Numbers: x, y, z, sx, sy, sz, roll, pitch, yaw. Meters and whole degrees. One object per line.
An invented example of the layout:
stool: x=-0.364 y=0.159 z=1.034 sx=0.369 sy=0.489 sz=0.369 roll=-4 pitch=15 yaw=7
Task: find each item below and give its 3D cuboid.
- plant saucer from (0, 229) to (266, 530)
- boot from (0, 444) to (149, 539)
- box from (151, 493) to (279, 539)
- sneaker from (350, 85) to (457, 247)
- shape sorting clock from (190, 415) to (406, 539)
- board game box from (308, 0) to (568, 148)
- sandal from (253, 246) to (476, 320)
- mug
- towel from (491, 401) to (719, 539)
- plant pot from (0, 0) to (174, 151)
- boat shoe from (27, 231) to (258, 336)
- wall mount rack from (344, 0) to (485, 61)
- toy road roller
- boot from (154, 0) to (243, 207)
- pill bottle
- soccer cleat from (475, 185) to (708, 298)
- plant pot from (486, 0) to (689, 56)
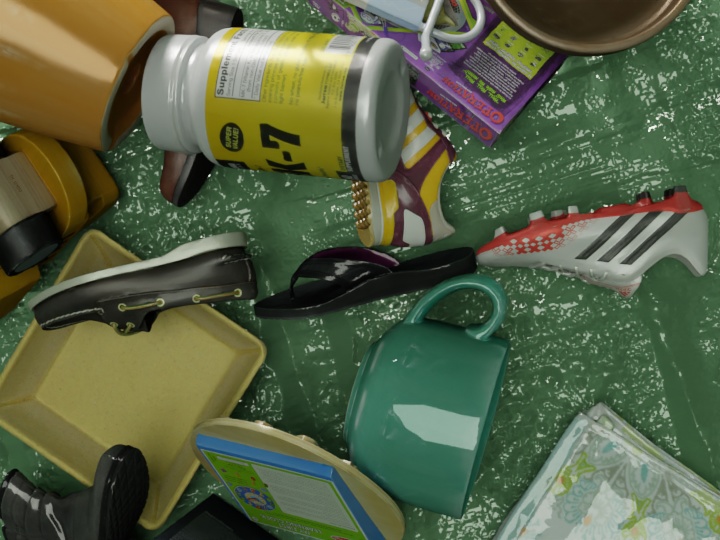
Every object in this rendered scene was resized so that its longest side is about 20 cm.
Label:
plant saucer: x=-0.209 y=0.096 z=1.215 sx=0.199 sy=0.048 sz=0.201 roll=33 pitch=97 yaw=5
boot: x=-0.260 y=0.208 z=1.170 sx=0.131 sy=0.070 sz=0.201 roll=25 pitch=130 yaw=11
box: x=-0.147 y=0.297 z=1.137 sx=0.107 sy=0.200 sz=0.149 roll=33 pitch=97 yaw=6
sneaker: x=0.037 y=-0.121 z=1.163 sx=0.089 sy=0.075 sz=0.202 roll=-2 pitch=88 yaw=-14
shape sorting clock: x=-0.053 y=0.180 z=1.134 sx=0.198 sy=0.201 sz=0.039 roll=25 pitch=59 yaw=7
board game box: x=0.068 y=-0.206 z=1.136 sx=0.200 sy=0.032 sz=0.120 roll=40 pitch=55 yaw=6
sandal: x=0.001 y=0.000 z=1.161 sx=0.198 sy=0.075 sz=0.048 roll=-14 pitch=102 yaw=9
mug: x=0.056 y=0.104 z=1.128 sx=0.113 sy=0.152 sz=0.187 roll=15 pitch=68 yaw=9
towel: x=0.212 y=0.238 z=1.157 sx=0.170 sy=0.048 sz=0.201 roll=35 pitch=97 yaw=6
plant pot: x=-0.261 y=-0.194 z=1.104 sx=0.182 sy=0.200 sz=0.202 roll=28 pitch=96 yaw=3
boat shoe: x=-0.187 y=0.022 z=1.148 sx=0.199 sy=0.072 sz=0.061 roll=-17 pitch=86 yaw=6
wall mount rack: x=0.012 y=-0.235 z=1.074 sx=0.198 sy=0.075 sz=0.175 roll=22 pitch=57 yaw=-4
toy road roller: x=-0.308 y=-0.050 z=1.203 sx=0.123 sy=0.146 sz=0.200 roll=55 pitch=136 yaw=3
boot: x=-0.219 y=-0.165 z=1.194 sx=0.198 sy=0.068 sz=0.190 roll=11 pitch=95 yaw=9
pill bottle: x=-0.068 y=-0.136 z=1.082 sx=0.198 sy=0.114 sz=0.116 roll=7 pitch=94 yaw=17
soccer cleat: x=0.199 y=-0.014 z=1.139 sx=0.198 sy=0.069 sz=0.086 roll=-11 pitch=87 yaw=4
plant pot: x=0.180 y=-0.273 z=1.106 sx=0.198 sy=0.093 sz=0.203 roll=0 pitch=89 yaw=-6
